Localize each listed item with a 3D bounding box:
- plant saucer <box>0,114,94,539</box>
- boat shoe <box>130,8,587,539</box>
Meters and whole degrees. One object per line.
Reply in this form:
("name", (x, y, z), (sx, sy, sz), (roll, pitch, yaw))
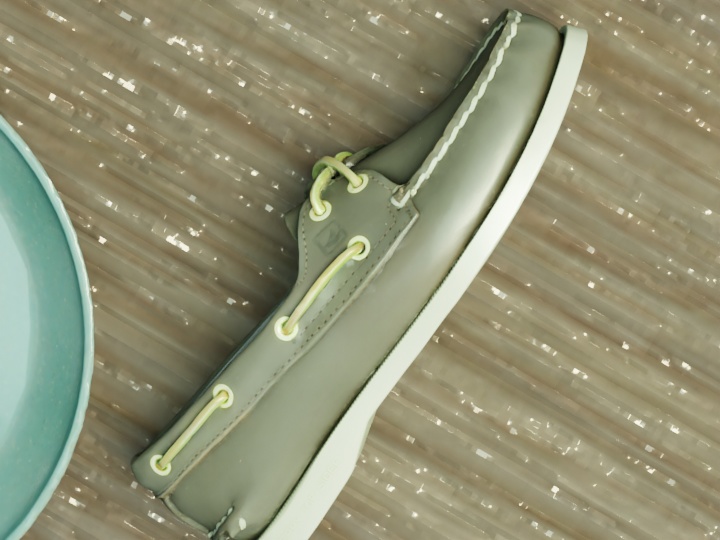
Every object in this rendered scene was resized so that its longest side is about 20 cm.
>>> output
("plant saucer", (-0.182, 0.018, 0.854), (0.200, 0.036, 0.200), (1, 98, 7))
("boat shoe", (0.000, 0.001, 0.813), (0.060, 0.072, 0.202), (31, 103, -3))
